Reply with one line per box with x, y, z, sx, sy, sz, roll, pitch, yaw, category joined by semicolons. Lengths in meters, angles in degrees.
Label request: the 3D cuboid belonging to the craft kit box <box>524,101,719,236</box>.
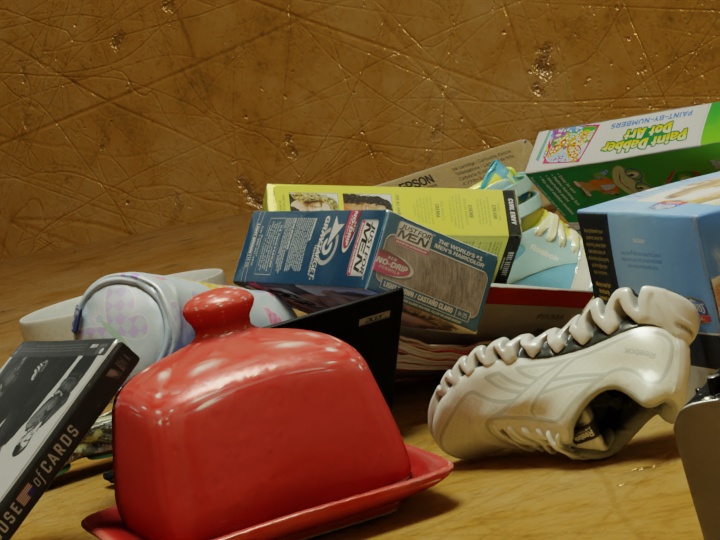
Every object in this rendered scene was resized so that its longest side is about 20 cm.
0.251;-0.037;1.692;0.197;0.200;0.049;-11;47;41;craft kit box

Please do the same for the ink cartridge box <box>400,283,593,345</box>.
0.096;0.035;1.797;0.159;0.048;0.200;4;-2;-31;ink cartridge box

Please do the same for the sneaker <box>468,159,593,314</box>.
0.160;-0.031;1.992;0.199;0.131;0.080;-4;12;8;sneaker

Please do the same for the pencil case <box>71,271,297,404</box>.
-0.117;0.052;1.658;0.083;0.091;0.200;12;2;29;pencil case

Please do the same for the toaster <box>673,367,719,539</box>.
0.239;0.070;0.983;0.180;0.119;0.200;-10;7;21;toaster

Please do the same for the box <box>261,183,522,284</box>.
0.022;-0.026;1.853;0.199;0.050;0.075;0;-36;-9;box

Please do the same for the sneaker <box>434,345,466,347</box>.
0.035;0.011;1.995;0.078;0.116;0.200;-18;8;-41;sneaker

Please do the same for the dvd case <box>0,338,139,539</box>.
-0.229;0.125;1.446;0.200;0.025;0.150;-55;24;-20;dvd case

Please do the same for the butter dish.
-0.071;0.083;1.411;0.199;0.149;0.199;-15;7;-17;butter dish

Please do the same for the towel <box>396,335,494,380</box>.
-0.007;0.069;1.808;0.199;0.030;0.146;-8;-8;41;towel

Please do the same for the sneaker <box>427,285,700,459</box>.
0.116;0.079;1.418;0.075;0.081;0.200;25;-38;-36;sneaker

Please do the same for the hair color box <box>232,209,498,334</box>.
0.000;0.000;1.710;0.100;0.061;0.200;21;-10;-28;hair color box

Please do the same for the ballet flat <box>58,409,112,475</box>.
-0.219;0.120;1.777;0.199;0.072;0.072;-16;6;-20;ballet flat

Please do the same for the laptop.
-0.078;0.082;1.646;0.177;0.104;0.200;-15;6;-24;laptop

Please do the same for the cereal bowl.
-0.218;0.061;2.247;0.199;0.084;0.200;-13;6;1;cereal bowl

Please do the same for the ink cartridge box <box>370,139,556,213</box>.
0.063;-0.024;2.130;0.199;0.075;0.165;-19;-22;-39;ink cartridge box

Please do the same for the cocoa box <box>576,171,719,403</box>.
0.239;0.009;1.489;0.133;0.132;0.200;-15;6;-15;cocoa box
